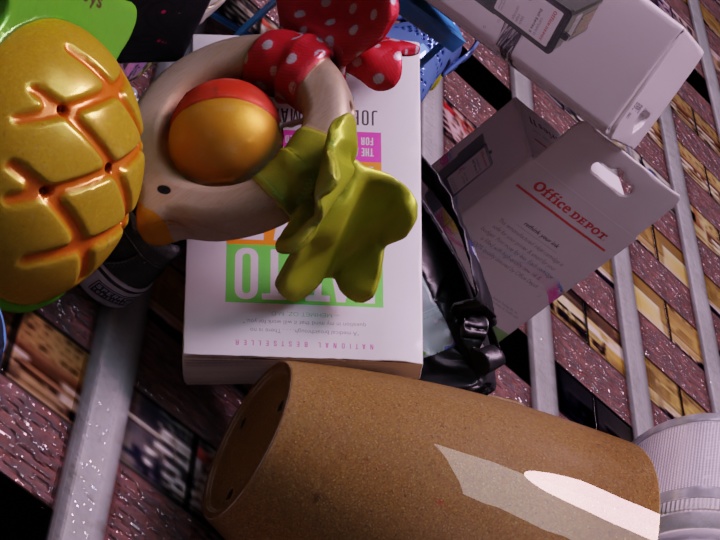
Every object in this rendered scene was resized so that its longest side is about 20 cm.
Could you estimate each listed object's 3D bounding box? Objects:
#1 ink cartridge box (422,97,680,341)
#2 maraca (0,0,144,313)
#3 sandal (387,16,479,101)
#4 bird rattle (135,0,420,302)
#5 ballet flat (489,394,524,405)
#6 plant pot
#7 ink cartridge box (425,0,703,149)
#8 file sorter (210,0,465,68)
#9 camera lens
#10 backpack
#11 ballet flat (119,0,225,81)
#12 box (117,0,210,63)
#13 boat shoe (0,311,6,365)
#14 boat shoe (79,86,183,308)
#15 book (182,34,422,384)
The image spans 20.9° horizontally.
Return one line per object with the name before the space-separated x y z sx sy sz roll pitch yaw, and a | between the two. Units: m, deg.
ink cartridge box | 0.105 -0.037 1.342 0.117 0.200 0.067 34 30 -34
maraca | -0.164 -0.078 0.999 0.137 0.107 0.200 21 78 -62
sandal | 0.043 -0.178 1.561 0.080 0.087 0.200 51 27 -6
bird rattle | -0.050 -0.084 1.051 0.113 0.163 0.200 65 17 -62
ballet flat | 0.075 0.143 1.226 0.065 0.071 0.200 26 25 -14
plant pot | 0.025 0.131 1.041 0.200 0.186 0.186 29 31 -15
ink cartridge box | 0.115 -0.173 1.260 0.200 0.084 0.145 39 10 11
file sorter | -0.049 -0.211 1.366 0.200 0.123 0.139 55 13 21
camera lens | 0.232 0.200 1.288 0.160 0.160 0.200 47 25 -10
backpack | 0.000 0.000 1.184 0.200 0.126 0.167 63 -5 7
ballet flat | -0.116 -0.191 1.238 0.200 0.071 0.069 -81 166 -51
box | -0.181 -0.188 1.075 0.200 0.122 0.106 -7 56 -34
boat shoe | -0.232 -0.012 0.874 0.200 0.084 0.069 35 18 -28
boat shoe | -0.149 -0.077 1.121 0.074 0.068 0.200 25 36 -44
book | -0.032 -0.036 1.105 0.048 0.133 0.200 97 -7 -67
